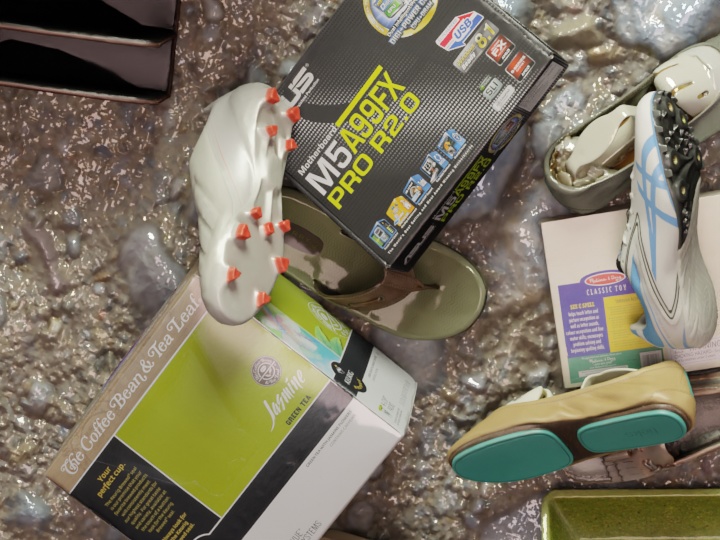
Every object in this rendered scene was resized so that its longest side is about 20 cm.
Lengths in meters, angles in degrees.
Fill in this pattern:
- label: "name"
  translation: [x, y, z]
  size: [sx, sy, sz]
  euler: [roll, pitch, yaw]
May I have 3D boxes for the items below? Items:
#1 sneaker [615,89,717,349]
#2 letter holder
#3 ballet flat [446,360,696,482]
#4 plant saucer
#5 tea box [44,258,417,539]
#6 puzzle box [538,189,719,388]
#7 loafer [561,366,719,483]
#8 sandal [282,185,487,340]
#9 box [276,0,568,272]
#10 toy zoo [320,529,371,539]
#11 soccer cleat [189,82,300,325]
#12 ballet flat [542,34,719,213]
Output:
- label: "sneaker"
  translation: [0.216, -0.034, 1.527]
  size: [0.072, 0.072, 0.202]
  euler: [2, 115, 27]
- label: "letter holder"
  translation: [-0.240, -0.181, 1.523]
  size: [0.198, 0.142, 0.102]
  euler: [8, 101, 1]
- label: "ballet flat"
  translation: [0.161, 0.114, 1.583]
  size: [0.198, 0.063, 0.069]
  euler: [-13, 136, 22]
- label: "plant saucer"
  translation: [0.239, 0.269, 1.595]
  size: [0.198, 0.048, 0.202]
  euler: [-1, 62, 3]
- label: "tea box"
  translation: [-0.095, 0.117, 1.571]
  size: [0.196, 0.134, 0.200]
  euler: [38, 106, -5]
- label: "puzzle box"
  translation: [0.242, 0.010, 1.594]
  size: [0.198, 0.025, 0.134]
  euler: [-8, 101, 5]
- label: "loafer"
  translation: [0.243, 0.116, 1.595]
  size: [0.198, 0.063, 0.073]
  euler: [-19, 99, 7]
- label: "sandal"
  translation: [-0.001, 0.001, 1.589]
  size: [0.199, 0.057, 0.080]
  euler: [21, 102, -1]
- label: "box"
  translation: [0.031, -0.125, 1.540]
  size: [0.160, 0.044, 0.200]
  euler: [42, 101, 19]
- label: "toy zoo"
  translation: [0.020, 0.312, 1.625]
  size: [0.131, 0.020, 0.202]
  euler: [9, 106, 47]
- label: "soccer cleat"
  translation: [-0.092, -0.045, 1.505]
  size: [0.077, 0.202, 0.069]
  euler: [-14, 143, 32]
- label: "ballet flat"
  translation: [0.220, -0.116, 1.544]
  size: [0.199, 0.064, 0.068]
  euler: [-38, 59, 11]
